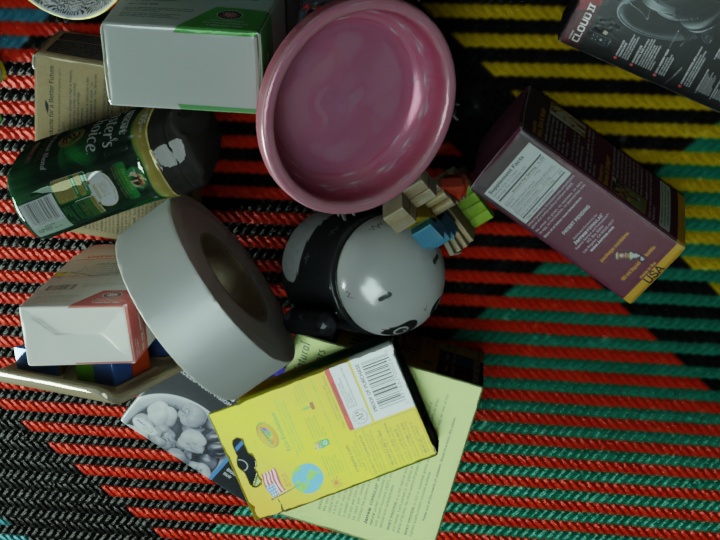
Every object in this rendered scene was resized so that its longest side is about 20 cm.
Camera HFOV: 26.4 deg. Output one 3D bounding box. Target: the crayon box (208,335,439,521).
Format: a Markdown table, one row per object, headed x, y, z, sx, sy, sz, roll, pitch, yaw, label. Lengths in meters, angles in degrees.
| x | y | z | sx | sy | sz | roll | pitch | yaw | label |
| --- | --- | --- | --- | --- | --- | --- | --- | --- | --- |
| -0.036 | 0.156 | 1.536 | 0.200 | 0.051 | 0.127 | -21 | 98 | 8 | crayon box |

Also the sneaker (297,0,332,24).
| x | y | z | sx | sy | sz | roll | pitch | yaw | label |
| --- | --- | --- | --- | --- | --- | --- | --- | --- | --- |
| -0.017 | -0.245 | 1.427 | 0.079 | 0.096 | 0.200 | -15 | 90 | 24 | sneaker |

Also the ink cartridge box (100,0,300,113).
| x | y | z | sx | sy | sz | roll | pitch | yaw | label |
| --- | --- | --- | --- | --- | --- | --- | --- | --- | --- |
| -0.140 | -0.229 | 1.426 | 0.146 | 0.200 | 0.084 | 4 | 123 | 9 | ink cartridge box |

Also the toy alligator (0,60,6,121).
| x | y | z | sx | sy | sz | roll | pitch | yaw | label |
| --- | --- | --- | --- | --- | --- | --- | --- | --- | --- |
| -0.416 | -0.240 | 1.560 | 0.054 | 0.059 | 0.200 | 17 | 133 | 50 | toy alligator |

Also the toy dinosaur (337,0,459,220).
| x | y | z | sx | sy | sz | roll | pitch | yaw | label |
| --- | --- | --- | --- | --- | --- | --- | --- | --- | --- |
| 0.004 | -0.148 | 1.538 | 0.181 | 0.105 | 0.200 | -14 | 82 | 29 | toy dinosaur |

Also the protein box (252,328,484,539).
| x | y | z | sx | sy | sz | roll | pitch | yaw | label |
| --- | --- | --- | --- | --- | --- | --- | --- | --- | --- |
| 0.009 | 0.167 | 1.629 | 0.200 | 0.135 | 0.199 | 16 | 102 | 2 | protein box |

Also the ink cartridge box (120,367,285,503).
| x | y | z | sx | sy | sz | roll | pitch | yaw | label |
| --- | --- | --- | --- | --- | --- | --- | --- | --- | --- |
| -0.137 | 0.153 | 1.735 | 0.198 | 0.043 | 0.200 | 35 | 118 | -9 | ink cartridge box |

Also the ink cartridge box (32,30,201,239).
| x | y | z | sx | sy | sz | roll | pitch | yaw | label |
| --- | --- | --- | --- | --- | --- | --- | --- | --- | --- |
| -0.246 | -0.132 | 1.573 | 0.165 | 0.075 | 0.200 | 11 | 122 | 6 | ink cartridge box |

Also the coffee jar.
| x | y | z | sx | sy | sz | roll | pitch | yaw | label |
| --- | --- | --- | --- | --- | --- | --- | --- | --- | --- |
| -0.234 | -0.104 | 1.484 | 0.200 | 0.104 | 0.085 | -16 | 118 | 18 | coffee jar |

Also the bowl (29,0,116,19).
| x | y | z | sx | sy | sz | roll | pitch | yaw | label |
| --- | --- | --- | --- | --- | --- | --- | --- | --- | --- |
| -0.258 | -0.343 | 1.429 | 0.201 | 0.094 | 0.201 | 18 | 125 | 28 | bowl |

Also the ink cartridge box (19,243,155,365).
| x | y | z | sx | sy | sz | roll | pitch | yaw | label |
| --- | --- | --- | --- | --- | --- | --- | --- | --- | --- |
| -0.259 | 0.030 | 1.592 | 0.116 | 0.200 | 0.068 | -2 | 110 | 13 | ink cartridge box |

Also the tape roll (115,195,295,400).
| x | y | z | sx | sy | sz | roll | pitch | yaw | label |
| --- | --- | --- | --- | --- | --- | --- | --- | --- | --- |
| -0.150 | 0.025 | 1.502 | 0.071 | 0.202 | 0.203 | -35 | 108 | 12 | tape roll |

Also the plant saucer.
| x | y | z | sx | sy | sz | roll | pitch | yaw | label |
| --- | --- | --- | --- | --- | --- | --- | --- | --- | --- |
| -0.009 | -0.151 | 1.368 | 0.200 | 0.051 | 0.201 | -15 | 121 | -27 | plant saucer |

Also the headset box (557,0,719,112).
| x | y | z | sx | sy | sz | roll | pitch | yaw | label |
| --- | --- | --- | --- | --- | --- | --- | --- | --- | --- |
| 0.284 | -0.252 | 1.399 | 0.200 | 0.077 | 0.149 | 23 | 121 | -2 | headset box |

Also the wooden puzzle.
| x | y | z | sx | sy | sz | roll | pitch | yaw | label |
| --- | --- | --- | --- | --- | --- | --- | --- | --- | --- |
| -0.263 | 0.082 | 1.607 | 0.185 | 0.200 | 0.046 | 6 | 107 | 35 | wooden puzzle |

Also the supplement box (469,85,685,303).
| x | y | z | sx | sy | sz | roll | pitch | yaw | label |
| --- | --- | --- | --- | --- | --- | --- | --- | --- | --- |
| 0.213 | -0.075 | 1.495 | 0.200 | 0.110 | 0.086 | 35 | 120 | -9 | supplement box |

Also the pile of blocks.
| x | y | z | sx | sy | sz | roll | pitch | yaw | label |
| --- | --- | --- | --- | --- | --- | --- | --- | --- | --- |
| 0.090 | -0.062 | 1.488 | 0.062 | 0.200 | 0.082 | -31 | 84 | 24 | pile of blocks |

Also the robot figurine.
| x | y | z | sx | sy | sz | roll | pitch | yaw | label |
| --- | --- | --- | --- | --- | --- | --- | --- | --- | --- |
| 0.000 | 0.002 | 1.544 | 0.125 | 0.200 | 0.150 | 16 | 85 | -32 | robot figurine |
